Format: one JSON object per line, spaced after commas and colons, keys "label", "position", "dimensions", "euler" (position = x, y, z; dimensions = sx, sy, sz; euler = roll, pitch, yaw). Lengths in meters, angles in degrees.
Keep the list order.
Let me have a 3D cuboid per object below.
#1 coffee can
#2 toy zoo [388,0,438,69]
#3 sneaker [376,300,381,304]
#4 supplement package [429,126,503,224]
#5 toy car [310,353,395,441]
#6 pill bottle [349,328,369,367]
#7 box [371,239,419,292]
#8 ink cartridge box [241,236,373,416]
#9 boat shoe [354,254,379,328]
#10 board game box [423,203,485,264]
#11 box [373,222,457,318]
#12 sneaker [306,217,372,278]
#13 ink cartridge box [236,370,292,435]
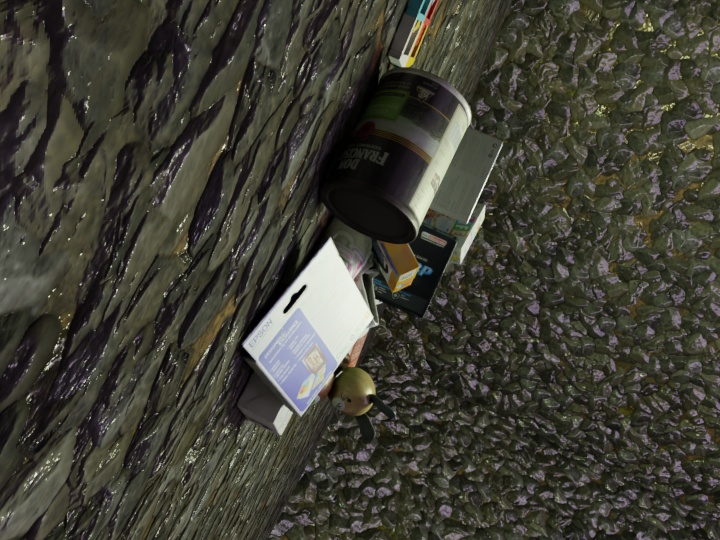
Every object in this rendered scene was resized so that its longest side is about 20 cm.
{"label": "coffee can", "position": [0.051, -0.159, 1.063], "dimensions": [0.146, 0.146, 0.200], "euler": [99, 17, -70]}
{"label": "toy zoo", "position": [0.086, -0.374, 1.111], "dimensions": [0.131, 0.020, 0.200], "euler": [-47, 161, -72]}
{"label": "sneaker", "position": [0.053, 0.036, 1.576], "dimensions": [0.199, 0.115, 0.081], "euler": [136, -51, -61]}
{"label": "supplement package", "position": [0.128, -0.193, 1.338], "dimensions": [0.151, 0.200, 0.152], "euler": [-38, 152, -78]}
{"label": "toy car", "position": [-0.034, 0.227, 1.397], "dimensions": [0.158, 0.200, 0.164], "euler": [-41, 172, -47]}
{"label": "pill bottle", "position": [-0.041, 0.118, 1.541], "dimensions": [0.200, 0.112, 0.112], "euler": [109, 8, -46]}
{"label": "box", "position": [0.030, -0.070, 1.246], "dimensions": [0.041, 0.200, 0.119], "euler": [-26, 168, -10]}
{"label": "ink cartridge box", "position": [-0.078, 0.079, 1.092], "dimensions": [0.198, 0.047, 0.200], "euler": [-52, 138, -21]}
{"label": "boat shoe", "position": [0.000, 0.000, 1.269], "dimensions": [0.074, 0.065, 0.200], "euler": [12, 72, -68]}
{"label": "board game box", "position": [0.155, -0.083, 1.475], "dimensions": [0.200, 0.134, 0.034], "euler": [-54, 150, -54]}
{"label": "box", "position": [0.053, -0.025, 1.368], "dimensions": [0.046, 0.200, 0.159], "euler": [-52, 166, -77]}
{"label": "sneaker", "position": [-0.041, -0.004, 1.193], "dimensions": [0.088, 0.081, 0.200], "euler": [18, 90, -78]}
{"label": "ink cartridge box", "position": [-0.136, 0.197, 1.237], "dimensions": [0.200, 0.067, 0.117], "euler": [96, 19, -72]}
